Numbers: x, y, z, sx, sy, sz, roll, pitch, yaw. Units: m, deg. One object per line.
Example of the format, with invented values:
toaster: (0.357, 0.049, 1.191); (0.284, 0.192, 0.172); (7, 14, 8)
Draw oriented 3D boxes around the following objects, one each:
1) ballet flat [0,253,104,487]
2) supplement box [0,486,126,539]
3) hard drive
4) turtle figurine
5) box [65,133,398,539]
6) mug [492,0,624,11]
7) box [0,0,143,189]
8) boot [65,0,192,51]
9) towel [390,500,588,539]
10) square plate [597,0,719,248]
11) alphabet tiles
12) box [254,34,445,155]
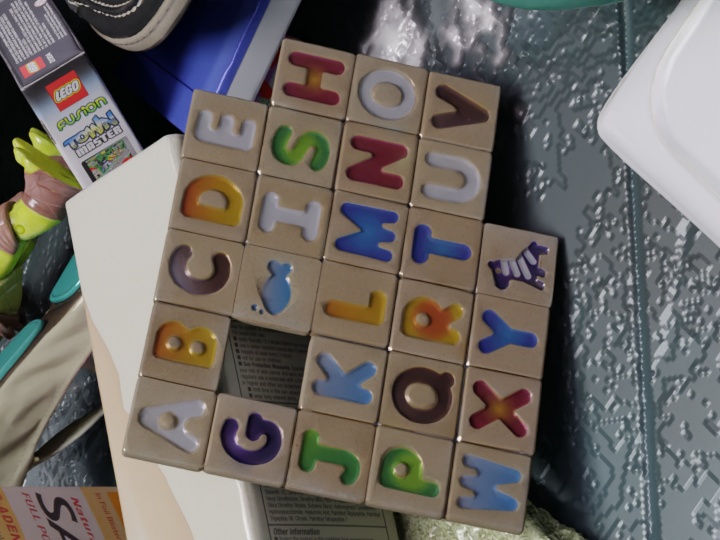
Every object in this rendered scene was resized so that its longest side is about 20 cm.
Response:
ballet flat: (-0.139, 0.033, 1.089); (0.069, 0.069, 0.200); (29, 78, 43)
supplement box: (-0.172, 0.170, 1.010); (0.074, 0.200, 0.126); (-49, 54, 31)
hard drive: (-0.050, -0.166, 1.029); (0.200, 0.025, 0.132); (-64, 28, 7)
turtle figurine: (-0.200, 0.008, 1.109); (0.064, 0.200, 0.161); (38, 102, 7)
box: (-0.056, 0.049, 0.938); (0.078, 0.095, 0.200); (-28, 64, 37)
mug: (0.091, -0.186, 0.864); (0.152, 0.114, 0.185); (-9, 39, 28)
box: (-0.154, -0.101, 1.072); (0.035, 0.110, 0.200); (-31, 39, -4)
boot: (-0.161, -0.175, 0.977); (0.073, 0.150, 0.200); (-56, 34, 11)
towel: (0.058, 0.171, 0.901); (0.200, 0.036, 0.149); (35, 107, 42)
square plate: (0.193, -0.078, 0.816); (0.200, 0.028, 0.198); (50, 118, 37)
alphabet tiles: (0.000, 0.000, 0.905); (0.008, 0.167, 0.200); (117, 164, -66)
box: (-0.037, 0.001, 1.019); (0.137, 0.039, 0.200); (34, 107, 42)
